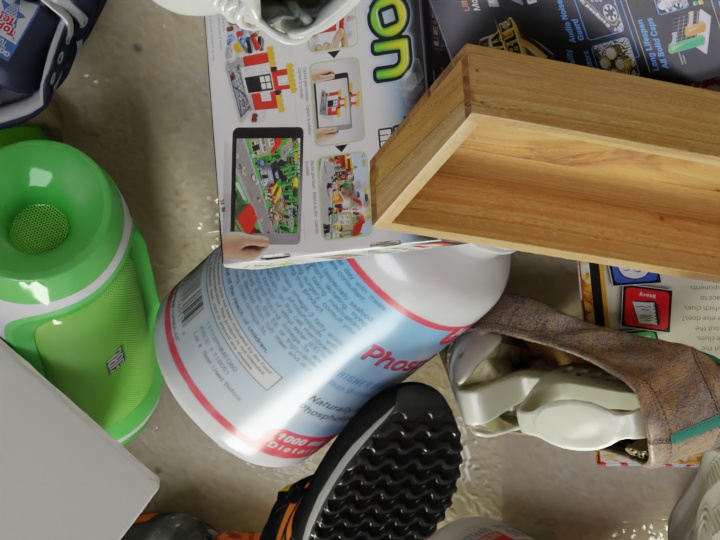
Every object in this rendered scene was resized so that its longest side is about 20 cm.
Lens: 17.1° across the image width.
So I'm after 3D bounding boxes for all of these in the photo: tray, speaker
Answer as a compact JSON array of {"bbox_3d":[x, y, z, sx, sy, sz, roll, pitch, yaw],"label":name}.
[{"bbox_3d":[0.114,-0.040,0.998,0.199,0.037,0.099,9,151,-21],"label":"tray"},{"bbox_3d":[-0.143,0.018,1.158,0.088,0.089,0.200,14,154,9],"label":"speaker"}]

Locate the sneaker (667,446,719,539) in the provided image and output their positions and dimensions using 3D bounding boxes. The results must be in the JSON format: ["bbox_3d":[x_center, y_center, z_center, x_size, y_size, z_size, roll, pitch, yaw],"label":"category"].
[{"bbox_3d":[0.197,0.129,1.136,0.084,0.200,0.075,8,79,2],"label":"sneaker"}]

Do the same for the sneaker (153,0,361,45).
[{"bbox_3d":[-0.040,-0.128,0.971,0.073,0.071,0.200,12,164,-25],"label":"sneaker"}]

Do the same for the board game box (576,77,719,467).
[{"bbox_3d":[0.178,0.001,1.122,0.151,0.046,0.201,1,120,16],"label":"board game box"}]

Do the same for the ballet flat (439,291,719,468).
[{"bbox_3d":[0.086,0.053,1.119,0.200,0.067,0.068,6,119,51],"label":"ballet flat"}]

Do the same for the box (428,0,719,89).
[{"bbox_3d":[0.109,-0.171,0.955,0.198,0.050,0.201,-14,110,21],"label":"box"}]

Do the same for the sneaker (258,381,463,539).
[{"bbox_3d":[-0.016,0.121,1.178,0.070,0.090,0.201,2,126,-28],"label":"sneaker"}]

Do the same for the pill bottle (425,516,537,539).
[{"bbox_3d":[0.111,0.208,1.183,0.199,0.112,0.113,24,129,37],"label":"pill bottle"}]

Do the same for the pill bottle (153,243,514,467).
[{"bbox_3d":[0.000,0.000,1.140,0.109,0.109,0.200,43,123,-10],"label":"pill bottle"}]

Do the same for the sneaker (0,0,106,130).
[{"bbox_3d":[-0.138,-0.151,1.092,0.070,0.109,0.200,28,124,-2],"label":"sneaker"}]

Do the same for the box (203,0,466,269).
[{"bbox_3d":[-0.015,-0.106,1.062,0.110,0.035,0.201,-6,86,25],"label":"box"}]

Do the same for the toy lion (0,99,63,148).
[{"bbox_3d":[-0.252,-0.005,1.223,0.199,0.069,0.192,0,137,-8],"label":"toy lion"}]

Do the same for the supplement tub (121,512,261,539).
[{"bbox_3d":[-0.146,0.194,1.293,0.199,0.123,0.123,-5,118,20],"label":"supplement tub"}]

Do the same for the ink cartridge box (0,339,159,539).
[{"bbox_3d":[-0.212,0.119,1.173,0.125,0.129,0.200,43,157,-14],"label":"ink cartridge box"}]
